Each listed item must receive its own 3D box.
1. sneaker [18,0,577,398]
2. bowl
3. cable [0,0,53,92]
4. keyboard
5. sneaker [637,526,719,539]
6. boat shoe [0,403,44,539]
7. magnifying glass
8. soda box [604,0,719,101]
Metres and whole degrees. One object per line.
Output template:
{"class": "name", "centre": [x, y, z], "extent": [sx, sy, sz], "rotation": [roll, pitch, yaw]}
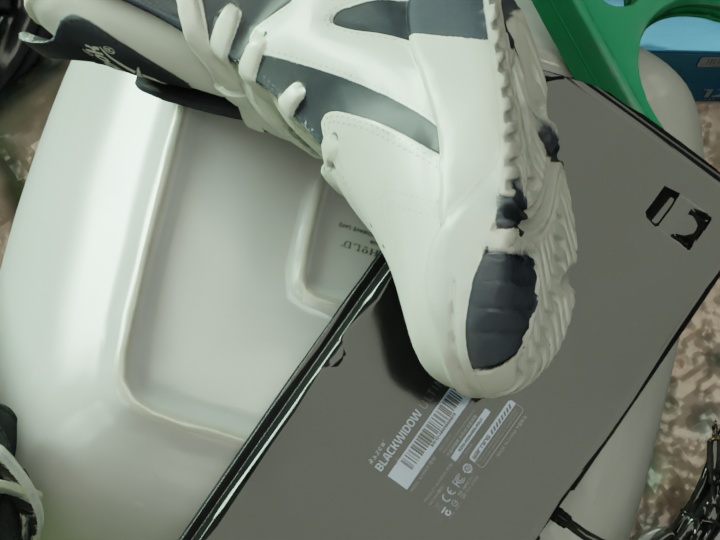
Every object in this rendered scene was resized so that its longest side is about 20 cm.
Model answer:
{"class": "sneaker", "centre": [-0.022, -0.048, 0.655], "extent": [0.129, 0.079, 0.200], "rotation": [-15, 66, 12]}
{"class": "bowl", "centre": [0.000, 0.000, 0.737], "extent": [0.199, 0.075, 0.200], "rotation": [15, 74, -4]}
{"class": "cable", "centre": [-0.145, -0.138, 0.819], "extent": [0.163, 0.051, 0.201], "rotation": [-17, 111, -32]}
{"class": "keyboard", "centre": [0.039, 0.056, 0.680], "extent": [0.127, 0.021, 0.200], "rotation": [36, 87, 1]}
{"class": "sneaker", "centre": [0.113, 0.078, 0.799], "extent": [0.115, 0.075, 0.201], "rotation": [19, 82, 0]}
{"class": "boat shoe", "centre": [-0.118, 0.051, 0.682], "extent": [0.060, 0.076, 0.200], "rotation": [-30, 59, -12]}
{"class": "magnifying glass", "centre": [0.062, -0.086, 0.726], "extent": [0.200, 0.022, 0.080], "rotation": [42, 51, 3]}
{"class": "soda box", "centre": [0.032, -0.096, 0.836], "extent": [0.199, 0.064, 0.068], "rotation": [1, 79, -2]}
